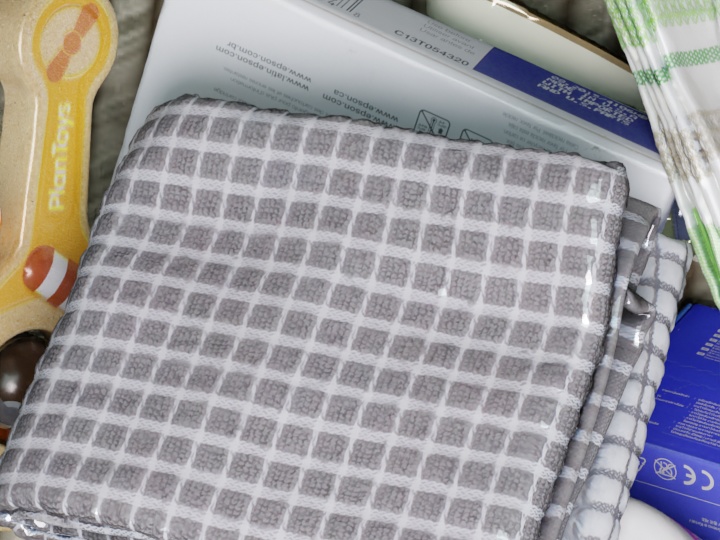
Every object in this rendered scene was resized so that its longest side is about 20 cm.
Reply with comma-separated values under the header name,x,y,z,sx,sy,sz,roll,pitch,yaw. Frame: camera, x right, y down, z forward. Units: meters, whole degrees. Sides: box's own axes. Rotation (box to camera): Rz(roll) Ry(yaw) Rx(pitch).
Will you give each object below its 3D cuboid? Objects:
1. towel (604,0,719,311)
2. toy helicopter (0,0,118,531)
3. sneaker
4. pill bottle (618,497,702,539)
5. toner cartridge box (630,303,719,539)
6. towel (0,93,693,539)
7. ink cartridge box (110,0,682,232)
name,x,y,z,sx,sy,sz,roll,pitch,yaw
towel,0.157,-0.089,0.920,0.149,0.031,0.201,-16,82,-26
toy helicopter,-0.123,-0.006,0.937,0.132,0.079,0.201,-3,103,-40
sneaker,0.096,-0.030,0.997,0.200,0.067,0.090,28,99,1
pill bottle,0.115,0.154,0.925,0.104,0.200,0.105,-15,60,27
toner cartridge box,0.184,0.073,0.933,0.199,0.095,0.043,16,125,30
towel,-0.006,0.033,0.861,0.199,0.086,0.166,9,64,24
ink cartridge box,0.000,0.000,0.978,0.196,0.043,0.201,25,122,9
